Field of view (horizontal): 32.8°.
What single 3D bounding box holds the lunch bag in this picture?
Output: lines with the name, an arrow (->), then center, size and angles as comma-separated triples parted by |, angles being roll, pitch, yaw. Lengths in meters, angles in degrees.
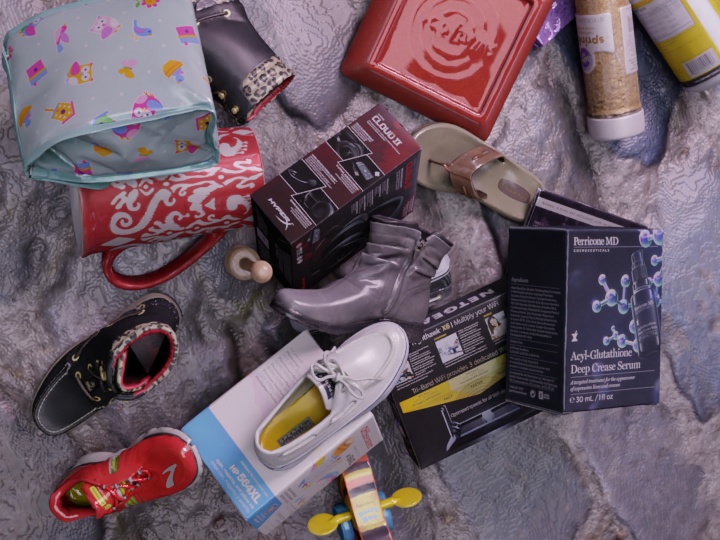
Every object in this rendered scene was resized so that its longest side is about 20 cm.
lunch bag -> -0.249, -0.179, 1.210 | 0.197, 0.122, 0.172 | -13, 66, -7

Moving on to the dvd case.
dvd case -> 0.245, 0.018, 1.476 | 0.147, 0.016, 0.202 | 17, 100, -14

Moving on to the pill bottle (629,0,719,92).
pill bottle -> 0.383, -0.322, 1.451 | 0.112, 0.112, 0.201 | -38, 101, -8

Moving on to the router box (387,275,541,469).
router box -> 0.125, 0.118, 1.436 | 0.198, 0.052, 0.159 | -23, 107, -8

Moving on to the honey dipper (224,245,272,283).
honey dipper -> -0.117, -0.002, 1.309 | 0.037, 0.200, 0.039 | -1, 95, -12

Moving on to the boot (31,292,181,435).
boot -> -0.271, 0.111, 1.294 | 0.203, 0.154, 0.074 | -41, 104, -2

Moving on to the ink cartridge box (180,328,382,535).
ink cartridge box -> -0.072, 0.172, 1.348 | 0.199, 0.129, 0.126 | -38, 72, -7

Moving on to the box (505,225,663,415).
box -> 0.252, 0.051, 1.383 | 0.147, 0.107, 0.203 | -2, 94, -31

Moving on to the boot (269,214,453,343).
boot -> 0.000, 0.000, 1.324 | 0.198, 0.070, 0.133 | 7, 103, -35

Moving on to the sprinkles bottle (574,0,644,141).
sprinkles bottle -> 0.291, -0.257, 1.439 | 0.067, 0.068, 0.203 | -14, 107, -12

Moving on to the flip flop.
flip flop -> 0.138, -0.111, 1.431 | 0.198, 0.058, 0.082 | 25, 93, -19

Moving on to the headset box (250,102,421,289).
headset box -> -0.018, -0.079, 1.338 | 0.199, 0.149, 0.077 | -36, 72, -16

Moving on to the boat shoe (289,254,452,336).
boat shoe -> 0.018, 0.041, 1.410 | 0.198, 0.072, 0.072 | -21, 113, -3

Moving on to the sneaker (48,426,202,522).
sneaker -> -0.252, 0.230, 1.307 | 0.198, 0.085, 0.078 | -24, 101, 30

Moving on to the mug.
mug -> -0.214, -0.081, 1.340 | 0.197, 0.178, 0.135 | -8, 59, -17

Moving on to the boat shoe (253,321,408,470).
boat shoe -> -0.032, 0.119, 1.250 | 0.201, 0.086, 0.075 | -38, 72, -9

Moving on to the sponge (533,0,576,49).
sponge -> 0.187, -0.373, 1.443 | 0.112, 0.030, 0.200 | -44, 102, -6

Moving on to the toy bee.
toy bee -> 0.018, 0.295, 1.410 | 0.130, 0.109, 0.201 | -36, 101, -10

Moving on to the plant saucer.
plant saucer -> 0.106, -0.275, 1.408 | 0.198, 0.037, 0.202 | 24, 99, -14

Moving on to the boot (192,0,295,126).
boot -> -0.186, -0.214, 1.332 | 0.203, 0.073, 0.154 | -40, 89, -11
